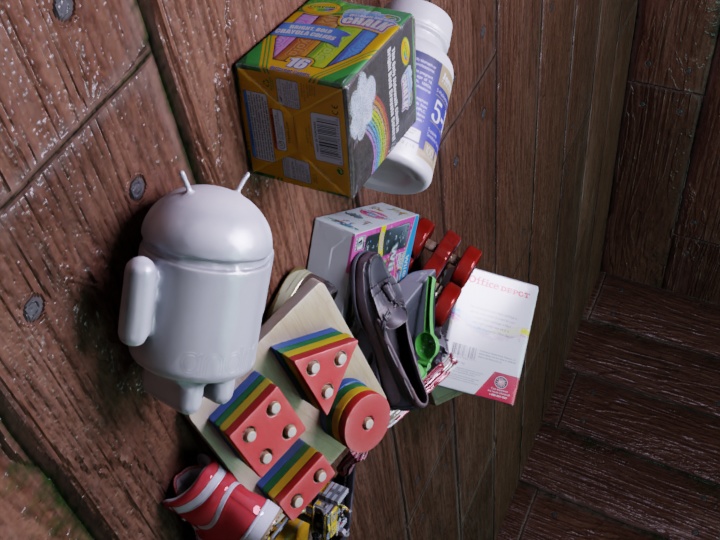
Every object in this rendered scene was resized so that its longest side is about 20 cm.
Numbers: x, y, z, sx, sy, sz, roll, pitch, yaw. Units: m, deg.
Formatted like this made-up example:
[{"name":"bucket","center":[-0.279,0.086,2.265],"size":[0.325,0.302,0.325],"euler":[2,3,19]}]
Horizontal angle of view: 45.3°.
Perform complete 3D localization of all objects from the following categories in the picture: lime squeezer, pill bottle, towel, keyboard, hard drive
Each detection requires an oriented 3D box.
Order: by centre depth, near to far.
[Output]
[{"name":"pill bottle","center":[0.046,-0.205,1.009],"size":[0.120,0.117,0.205],"euler":[46,55,-65]},{"name":"lime squeezer","center":[0.073,0.114,1.132],"size":[0.203,0.037,0.071],"euler":[-65,154,-15]},{"name":"hard drive","center":[0.043,0.098,1.154],"size":[0.200,0.042,0.137],"euler":[-49,147,-42]},{"name":"towel","center":[0.050,0.201,1.186],"size":[0.199,0.023,0.144],"euler":[-41,170,-21]},{"name":"keyboard","center":[-0.045,0.357,1.221],"size":[0.129,0.020,0.200],"euler":[-60,-174,15]}]

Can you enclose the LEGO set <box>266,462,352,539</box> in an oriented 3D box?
[{"name":"LEGO set","center":[-0.074,0.279,1.062],"size":[0.153,0.114,0.205],"euler":[-32,134,-59]}]

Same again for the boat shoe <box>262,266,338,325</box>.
[{"name":"boat shoe","center":[-0.086,0.093,0.976],"size":[0.204,0.064,0.073],"euler":[-68,158,-14]}]

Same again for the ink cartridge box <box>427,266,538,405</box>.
[{"name":"ink cartridge box","center":[0.195,0.107,1.466],"size":[0.145,0.142,0.205],"euler":[166,-61,-79]}]

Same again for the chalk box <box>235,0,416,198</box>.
[{"name":"chalk box","center":[-0.019,-0.189,0.871],"size":[0.201,0.121,0.127],"euler":[-54,150,-43]}]

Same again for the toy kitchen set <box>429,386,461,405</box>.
[{"name":"toy kitchen set","center":[0.164,0.136,1.635],"size":[0.200,0.177,0.166],"euler":[158,-90,-78]}]

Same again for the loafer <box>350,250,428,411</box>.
[{"name":"loafer","center":[0.041,0.073,1.038],"size":[0.071,0.062,0.205],"euler":[-28,111,-47]}]

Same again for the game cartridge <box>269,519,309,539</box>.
[{"name":"game cartridge","center":[-0.136,0.443,1.150],"size":[0.199,0.032,0.180],"euler":[-27,130,-58]}]

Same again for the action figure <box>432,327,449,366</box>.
[{"name":"action figure","center":[0.070,0.147,1.342],"size":[0.130,0.070,0.199],"euler":[-44,169,31]}]

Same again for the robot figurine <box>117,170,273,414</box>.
[{"name":"robot figurine","center":[-0.136,0.016,0.737],"size":[0.168,0.111,0.205],"euler":[-15,119,-57]}]

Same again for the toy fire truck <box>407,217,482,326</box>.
[{"name":"toy fire truck","center":[0.097,0.033,1.345],"size":[0.201,0.111,0.169],"euler":[-55,170,-37]}]

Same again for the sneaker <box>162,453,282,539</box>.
[{"name":"sneaker","center":[-0.164,0.270,0.928],"size":[0.072,0.112,0.201],"euler":[-53,180,-44]}]

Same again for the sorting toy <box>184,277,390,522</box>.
[{"name":"sorting toy","center":[-0.059,0.153,0.930],"size":[0.199,0.069,0.202],"euler":[-44,128,-21]}]

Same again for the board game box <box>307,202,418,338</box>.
[{"name":"board game box","center":[0.000,0.000,1.125],"size":[0.199,0.063,0.151],"euler":[-24,127,-63]}]
